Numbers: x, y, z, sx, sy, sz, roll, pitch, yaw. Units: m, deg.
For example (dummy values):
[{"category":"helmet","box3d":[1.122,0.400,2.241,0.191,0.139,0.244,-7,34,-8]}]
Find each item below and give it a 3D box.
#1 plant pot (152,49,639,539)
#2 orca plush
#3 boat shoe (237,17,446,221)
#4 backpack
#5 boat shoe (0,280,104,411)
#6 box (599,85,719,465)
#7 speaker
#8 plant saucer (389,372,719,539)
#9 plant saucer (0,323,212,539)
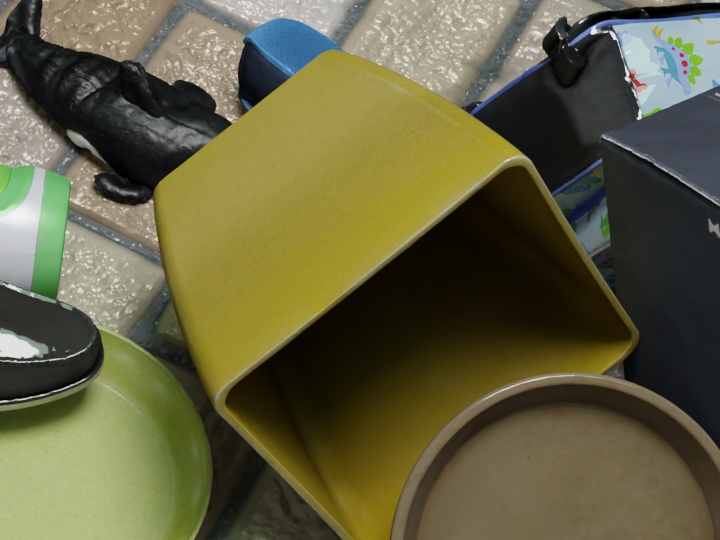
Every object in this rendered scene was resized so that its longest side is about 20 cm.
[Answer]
[{"category":"plant pot","box3d":[0.000,0.000,1.248,0.200,0.200,0.176,-39,51,0]},{"category":"orca plush","box3d":[-0.141,-0.116,1.404,0.105,0.071,0.200,-32,66,-32]},{"category":"boat shoe","box3d":[0.005,-0.078,1.417,0.084,0.069,0.200,-25,62,-39]},{"category":"backpack","box3d":[0.191,-0.074,1.390,0.200,0.183,0.147,-11,77,-26]},{"category":"boat shoe","box3d":[-0.238,0.027,1.241,0.201,0.063,0.074,10,49,-7]},{"category":"box","box3d":[0.253,-0.004,1.263,0.196,0.200,0.124,-24,34,-23]},{"category":"speaker","box3d":[-0.269,-0.029,1.298,0.200,0.089,0.089,7,52,-8]},{"category":"plant saucer","box3d":[0.113,0.155,1.228,0.200,0.029,0.201,0,87,-5]},{"category":"plant saucer","box3d":[-0.182,0.111,1.246,0.200,0.031,0.200,6,52,-8]}]
